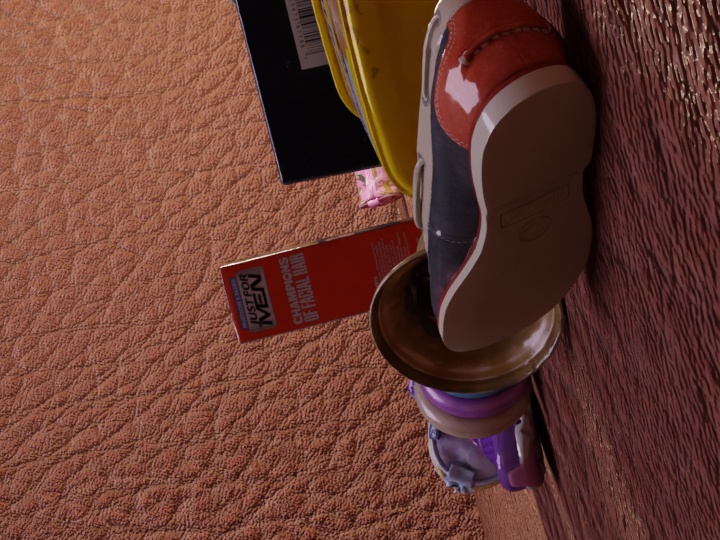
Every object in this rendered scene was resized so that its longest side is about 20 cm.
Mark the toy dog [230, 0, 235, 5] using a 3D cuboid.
[{"bbox_3d":[-0.029,-0.271,1.393,0.194,0.140,0.200,38,-174,-10],"label":"toy dog"}]

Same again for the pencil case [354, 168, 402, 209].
[{"bbox_3d":[0.013,-0.206,2.579,0.083,0.086,0.200,-21,83,59],"label":"pencil case"}]

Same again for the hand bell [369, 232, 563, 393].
[{"bbox_3d":[0.063,-0.034,0.864,0.200,0.104,0.104,-84,-17,-51],"label":"hand bell"}]

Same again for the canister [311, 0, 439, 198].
[{"bbox_3d":[0.025,-0.129,0.758,0.200,0.086,0.149,-109,3,-69],"label":"canister"}]

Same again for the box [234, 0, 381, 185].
[{"bbox_3d":[-0.013,-0.180,0.952,0.182,0.104,0.200,-74,-28,-71],"label":"box"}]

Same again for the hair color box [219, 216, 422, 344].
[{"bbox_3d":[0.000,0.000,1.126,0.111,0.200,0.064,-112,7,-88],"label":"hair color box"}]

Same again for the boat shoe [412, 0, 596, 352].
[{"bbox_3d":[0.053,-0.034,0.604,0.063,0.071,0.200,58,166,28],"label":"boat shoe"}]

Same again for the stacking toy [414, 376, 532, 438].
[{"bbox_3d":[0.073,0.024,0.989,0.200,0.085,0.085,83,174,-48],"label":"stacking toy"}]

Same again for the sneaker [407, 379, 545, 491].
[{"bbox_3d":[0.085,0.098,1.144,0.200,0.088,0.081,-106,2,-50],"label":"sneaker"}]

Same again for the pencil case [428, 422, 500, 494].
[{"bbox_3d":[0.100,0.151,1.302,0.200,0.083,0.091,66,-149,-83],"label":"pencil case"}]
